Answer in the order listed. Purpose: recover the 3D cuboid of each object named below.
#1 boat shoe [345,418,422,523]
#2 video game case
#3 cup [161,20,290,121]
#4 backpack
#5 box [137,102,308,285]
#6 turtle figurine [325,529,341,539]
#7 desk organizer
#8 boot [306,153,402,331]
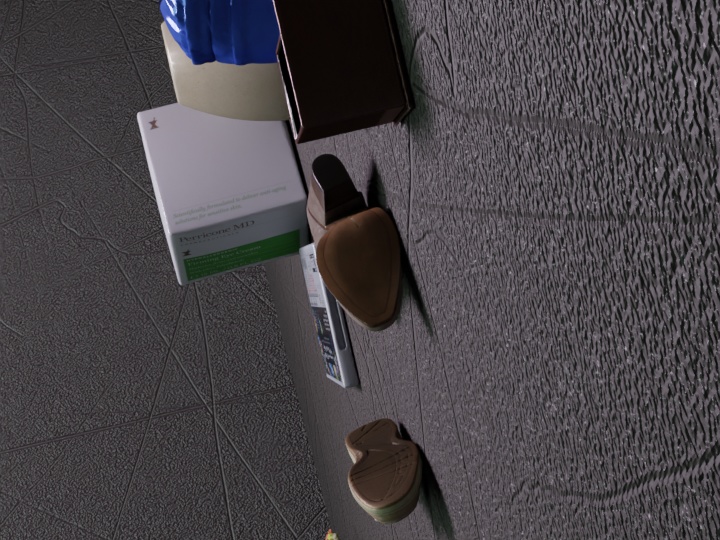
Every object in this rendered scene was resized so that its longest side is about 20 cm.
[{"bbox_3d":[0.027,0.200,1.196,0.200,0.071,0.066,-126,15,-78],"label":"boat shoe"},{"bbox_3d":[-0.043,0.055,1.648,0.200,0.023,0.185,174,84,-82],"label":"video game case"},{"bbox_3d":[-0.175,-0.278,1.616,0.200,0.141,0.203,167,90,-82],"label":"cup"},{"bbox_3d":[-0.119,-0.273,1.063,0.163,0.165,0.203,46,-140,-89],"label":"backpack"},{"bbox_3d":[-0.186,-0.121,1.752,0.172,0.196,0.202,93,161,-65],"label":"box"},{"bbox_3d":[-0.016,0.530,2.099,0.161,0.063,0.203,135,130,-73],"label":"turtle figurine"},{"bbox_3d":[-0.027,-0.196,0.872,0.072,0.076,0.203,156,101,-82],"label":"desk organizer"},{"bbox_3d":[0.000,0.000,1.091,0.147,0.069,0.202,77,177,-55],"label":"boot"}]
